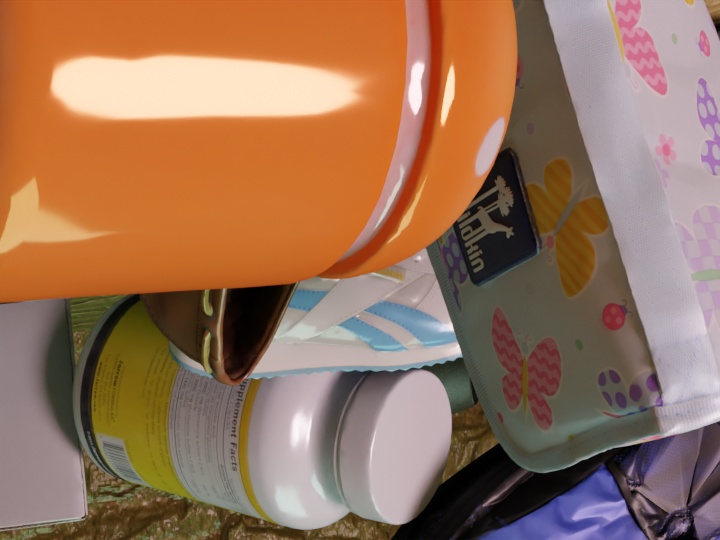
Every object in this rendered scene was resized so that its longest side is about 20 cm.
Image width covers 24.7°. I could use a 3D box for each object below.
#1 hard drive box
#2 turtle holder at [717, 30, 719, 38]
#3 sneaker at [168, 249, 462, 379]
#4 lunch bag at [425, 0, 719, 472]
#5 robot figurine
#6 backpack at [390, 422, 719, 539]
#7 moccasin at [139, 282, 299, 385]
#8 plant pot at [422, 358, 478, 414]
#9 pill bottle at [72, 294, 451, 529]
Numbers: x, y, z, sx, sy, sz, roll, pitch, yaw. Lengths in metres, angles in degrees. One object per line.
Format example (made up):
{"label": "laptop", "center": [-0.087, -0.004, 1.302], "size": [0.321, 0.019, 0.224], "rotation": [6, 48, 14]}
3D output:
{"label": "hard drive box", "center": [-0.217, 0.053, 1.011], "size": [0.076, 0.203, 0.156], "rotation": [-5, 175, -14]}
{"label": "turtle holder", "center": [0.176, -0.056, 0.767], "size": [0.130, 0.142, 0.186], "rotation": [8, -141, 8]}
{"label": "sneaker", "center": [0.000, 0.000, 0.831], "size": [0.197, 0.082, 0.077], "rotation": [-8, -152, -13]}
{"label": "lunch bag", "center": [0.083, -0.024, 0.585], "size": [0.126, 0.172, 0.200], "rotation": [-18, 175, 5]}
{"label": "robot figurine", "center": [-0.044, -0.053, 0.394], "size": [0.198, 0.146, 0.116], "rotation": [-3, -164, -33]}
{"label": "backpack", "center": [0.127, 0.162, 0.888], "size": [0.198, 0.169, 0.162], "rotation": [-24, 174, -19]}
{"label": "moccasin", "center": [-0.034, -0.025, 0.657], "size": [0.073, 0.078, 0.202], "rotation": [-21, 154, -44]}
{"label": "plant pot", "center": [-0.018, 0.045, 1.127], "size": [0.197, 0.190, 0.187], "rotation": [0, 177, 11]}
{"label": "pill bottle", "center": [-0.054, 0.078, 0.903], "size": [0.198, 0.114, 0.112], "rotation": [9, -175, 34]}
